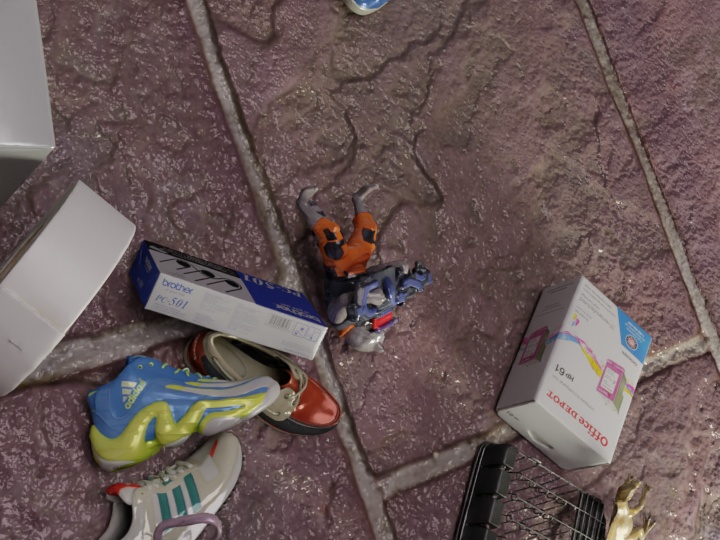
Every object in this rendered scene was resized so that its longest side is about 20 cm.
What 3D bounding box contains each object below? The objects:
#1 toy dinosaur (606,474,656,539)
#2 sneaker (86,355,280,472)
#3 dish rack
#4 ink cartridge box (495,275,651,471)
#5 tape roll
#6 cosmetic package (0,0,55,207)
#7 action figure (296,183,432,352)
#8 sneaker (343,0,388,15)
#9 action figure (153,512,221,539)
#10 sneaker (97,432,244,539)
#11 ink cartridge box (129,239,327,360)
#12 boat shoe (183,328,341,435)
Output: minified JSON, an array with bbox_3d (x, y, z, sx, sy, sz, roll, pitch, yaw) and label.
[{"bbox_3d":[0.334,0.335,1.442,0.101,0.058,0.202,-33,128,-48],"label":"toy dinosaur"},{"bbox_3d":[-0.183,0.122,1.135,0.198,0.076,0.106,-20,86,-20],"label":"sneaker"},{"bbox_3d":[0.217,0.314,1.378,0.199,0.054,0.155,32,62,-24],"label":"dish rack"},{"bbox_3d":[0.278,0.134,1.454,0.144,0.084,0.201,38,59,-18],"label":"ink cartridge box"},{"bbox_3d":[-0.296,0.015,1.037,0.071,0.202,0.203,41,57,-17],"label":"tape roll"},{"bbox_3d":[-0.396,-0.156,1.025,0.165,0.199,0.169,-3,78,-34],"label":"cosmetic package"},{"bbox_3d":[0.000,0.000,1.319,0.199,0.104,0.196,-6,85,-61],"label":"action figure"},{"bbox_3d":[0.058,-0.413,1.461,0.077,0.111,0.200,52,55,-9],"label":"sneaker"},{"bbox_3d":[-0.165,0.334,1.068,0.200,0.132,0.150,63,24,-58],"label":"action figure"},{"bbox_3d":[-0.196,0.225,1.118,0.093,0.070,0.200,47,58,-20],"label":"sneaker"},{"bbox_3d":[-0.140,0.032,1.199,0.198,0.094,0.045,20,104,-29],"label":"ink cartridge box"},{"bbox_3d":[-0.097,0.121,1.223,0.199,0.062,0.072,32,58,-23],"label":"boat shoe"}]
